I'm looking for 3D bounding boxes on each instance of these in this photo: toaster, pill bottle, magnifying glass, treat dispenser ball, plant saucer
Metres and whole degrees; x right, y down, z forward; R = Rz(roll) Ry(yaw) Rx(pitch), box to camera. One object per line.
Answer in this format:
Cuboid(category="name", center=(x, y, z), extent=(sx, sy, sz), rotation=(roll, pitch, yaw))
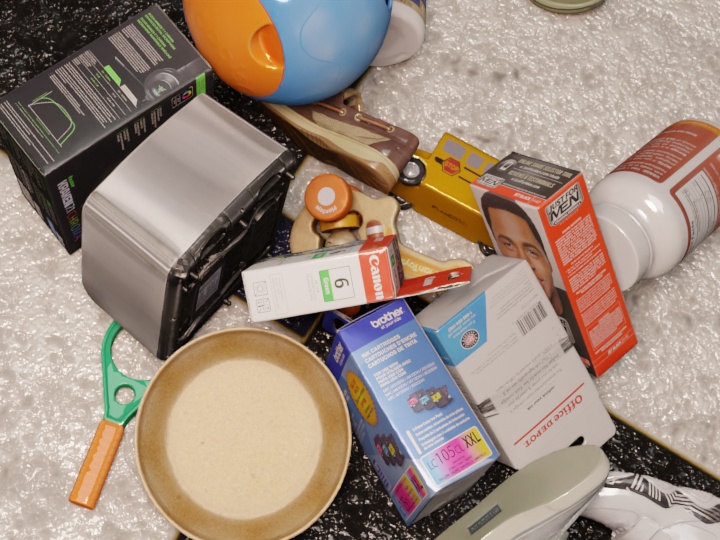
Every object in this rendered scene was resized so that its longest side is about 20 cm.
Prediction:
Cuboid(category="toaster", center=(-0.157, -0.041, 1.078), extent=(0.118, 0.200, 0.181), rotation=(35, 59, 8))
Cuboid(category="pill bottle", center=(0.293, -0.063, 1.164), extent=(0.199, 0.112, 0.112), rotation=(-35, 75, -34))
Cuboid(category="magnifying glass", center=(-0.225, 0.126, 1.110), extent=(0.079, 0.022, 0.201), rotation=(18, 66, 1))
Cuboid(category="pill bottle", center=(0.018, -0.334, 1.269), extent=(0.110, 0.111, 0.202), rotation=(4, 68, -4))
Cuboid(category="treat dispenser ball", center=(-0.068, -0.258, 1.108), extent=(0.199, 0.201, 0.203), rotation=(2, 68, -5))
Cuboid(category="plant saucer", center=(-0.108, 0.155, 1.085), extent=(0.198, 0.035, 0.202), rotation=(1, 80, -5))

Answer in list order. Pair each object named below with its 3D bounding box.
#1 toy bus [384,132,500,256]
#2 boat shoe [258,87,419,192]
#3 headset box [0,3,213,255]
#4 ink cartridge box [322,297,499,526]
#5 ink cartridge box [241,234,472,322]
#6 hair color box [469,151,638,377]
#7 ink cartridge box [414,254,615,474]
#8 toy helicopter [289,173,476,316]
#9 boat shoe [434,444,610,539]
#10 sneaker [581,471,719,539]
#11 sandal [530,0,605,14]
Cuboid(category="toy bus", center=(0.117, -0.075, 1.200), extent=(0.199, 0.065, 0.079), rotation=(29, 68, 6))
Cuboid(category="boat shoe", center=(-0.023, -0.150, 1.184), extent=(0.199, 0.072, 0.072), rotation=(32, 78, 37))
Cuboid(category="headset box", center=(-0.233, -0.136, 1.130), extent=(0.199, 0.174, 0.093), rotation=(-37, 75, -19))
Cuboid(category="ink cartridge box", center=(0.033, 0.117, 1.075), extent=(0.076, 0.137, 0.201), rotation=(-24, 72, -17))
Cuboid(category="ink cartridge box", center=(0.000, 0.000, 1.075), extent=(0.198, 0.109, 0.051), rotation=(-11, 96, 7))
Cuboid(category="hair color box", center=(0.183, -0.005, 1.100), extent=(0.061, 0.201, 0.101), rotation=(-36, 32, -19))
Cuboid(category="ink cartridge box", center=(0.144, 0.101, 1.105), extent=(0.116, 0.068, 0.201), rotation=(-36, 108, -18))
Cuboid(category="toy helicopter", center=(0.021, -0.005, 1.153), extent=(0.198, 0.079, 0.133), rotation=(20, 90, 15))
Cuboid(category="boat shoe", center=(0.147, 0.235, 1.058), extent=(0.200, 0.070, 0.072), rotation=(-37, 111, 6))
Cuboid(category="sneaker", center=(0.274, 0.257, 1.076), extent=(0.198, 0.075, 0.116), rotation=(14, 65, -4))
Cuboid(category="sandal", center=(0.195, -0.362, 1.328), extent=(0.201, 0.057, 0.080), rotation=(39, 70, 10))
